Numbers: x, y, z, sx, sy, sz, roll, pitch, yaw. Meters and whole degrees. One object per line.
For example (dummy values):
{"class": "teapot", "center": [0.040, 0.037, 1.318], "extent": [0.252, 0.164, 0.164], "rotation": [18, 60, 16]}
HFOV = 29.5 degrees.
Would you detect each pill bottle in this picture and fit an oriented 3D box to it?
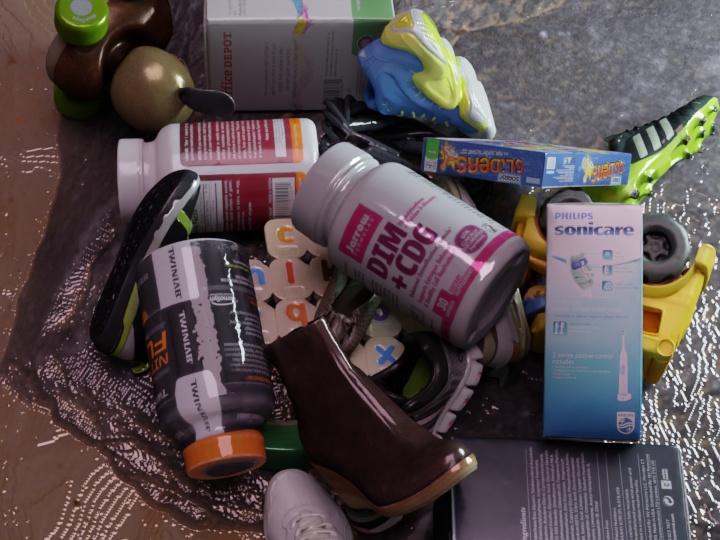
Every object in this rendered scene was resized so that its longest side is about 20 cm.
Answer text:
{"class": "pill bottle", "center": [0.042, -0.027, 1.237], "extent": [0.200, 0.114, 0.113], "rotation": [33, 61, 19]}
{"class": "pill bottle", "center": [-0.144, -0.096, 1.390], "extent": [0.199, 0.113, 0.113], "rotation": [-2, 57, -6]}
{"class": "pill bottle", "center": [-0.135, 0.081, 1.214], "extent": [0.106, 0.106, 0.201], "rotation": [-9, 69, -10]}

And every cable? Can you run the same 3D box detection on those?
{"class": "cable", "center": [0.047, -0.117, 1.432], "extent": [0.199, 0.051, 0.163], "rotation": [20, 25, -14]}

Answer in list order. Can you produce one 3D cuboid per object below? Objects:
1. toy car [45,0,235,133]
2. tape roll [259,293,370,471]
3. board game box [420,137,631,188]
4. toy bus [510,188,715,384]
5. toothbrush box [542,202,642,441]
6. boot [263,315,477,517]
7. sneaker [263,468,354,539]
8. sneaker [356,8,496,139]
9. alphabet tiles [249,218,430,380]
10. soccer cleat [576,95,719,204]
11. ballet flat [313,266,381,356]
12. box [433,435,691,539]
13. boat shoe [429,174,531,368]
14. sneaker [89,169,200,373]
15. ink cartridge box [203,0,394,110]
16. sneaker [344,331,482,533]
{"class": "toy car", "center": [-0.213, -0.207, 1.438], "extent": [0.200, 0.164, 0.158], "rotation": [36, 61, 7]}
{"class": "tape roll", "center": [-0.072, 0.092, 1.313], "extent": [0.200, 0.048, 0.201], "rotation": [2, 57, -3]}
{"class": "board game box", "center": [0.169, -0.109, 1.370], "extent": [0.135, 0.035, 0.200], "rotation": [11, 10, 34]}
{"class": "toy bus", "center": [0.223, 0.040, 1.334], "extent": [0.199, 0.136, 0.193], "rotation": [19, 73, 10]}
{"class": "toothbrush box", "center": [0.206, 0.050, 1.204], "extent": [0.085, 0.146, 0.201], "rotation": [2, 84, 11]}
{"class": "boot", "center": [-0.001, 0.116, 1.128], "extent": [0.072, 0.200, 0.167], "rotation": [-30, 95, -33]}
{"class": "sneaker", "center": [-0.029, 0.250, 1.182], "extent": [0.078, 0.099, 0.200], "rotation": [-18, 60, -15]}
{"class": "sneaker", "center": [0.064, -0.193, 1.454], "extent": [0.105, 0.200, 0.076], "rotation": [-24, 46, 18]}
{"class": "alphabet tiles", "center": [-0.025, 0.029, 1.318], "extent": [0.199, 0.015, 0.196], "rotation": [-3, 55, -12]}
{"class": "soccer cleat", "center": [0.314, -0.136, 1.483], "extent": [0.081, 0.068, 0.200], "rotation": [33, 60, 31]}
{"class": "ballet flat", "center": [0.000, 0.000, 1.305], "extent": [0.067, 0.046, 0.200], "rotation": [21, 53, 5]}
{"class": "box", "center": [0.168, 0.226, 1.184], "extent": [0.199, 0.149, 0.107], "rotation": [3, 57, -3]}
{"class": "boat shoe", "center": [0.109, 0.002, 1.326], "extent": [0.068, 0.075, 0.201], "rotation": [4, 64, -34]}
{"class": "sneaker", "center": [-0.190, 0.001, 1.320], "extent": [0.083, 0.072, 0.201], "rotation": [24, 93, -27]}
{"class": "ink cartridge box", "center": [-0.069, -0.249, 1.475], "extent": [0.199, 0.145, 0.088], "rotation": [-3, 57, -6]}
{"class": "sneaker", "center": [0.031, 0.138, 1.233], "extent": [0.074, 0.087, 0.200], "rotation": [26, 85, 48]}
